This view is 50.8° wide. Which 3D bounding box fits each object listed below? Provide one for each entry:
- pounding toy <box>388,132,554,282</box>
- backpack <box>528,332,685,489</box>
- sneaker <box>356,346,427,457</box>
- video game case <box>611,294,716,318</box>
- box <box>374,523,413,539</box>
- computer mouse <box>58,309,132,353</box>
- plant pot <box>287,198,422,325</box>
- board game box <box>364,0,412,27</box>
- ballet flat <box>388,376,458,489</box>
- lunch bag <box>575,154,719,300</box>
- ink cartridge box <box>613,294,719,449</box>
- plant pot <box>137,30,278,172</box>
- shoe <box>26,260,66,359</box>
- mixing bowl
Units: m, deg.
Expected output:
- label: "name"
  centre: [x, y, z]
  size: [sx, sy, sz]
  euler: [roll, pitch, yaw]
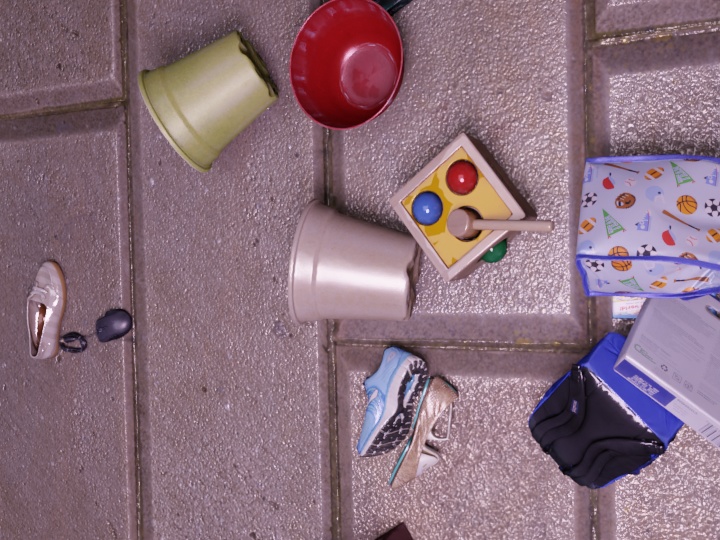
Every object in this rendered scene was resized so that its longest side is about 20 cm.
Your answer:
- label: "pounding toy"
  centre: [0.171, -0.085, 1.135]
  size: [0.183, 0.142, 0.202]
  euler: [-40, 76, 20]
- label: "backpack"
  centre: [0.348, 0.201, 1.059]
  size: [0.163, 0.166, 0.201]
  euler: [49, 141, 19]
- label: "sneaker"
  centre: [0.041, 0.217, 1.255]
  size: [0.090, 0.077, 0.204]
  euler: [37, 110, 43]
- label: "video game case"
  centre: [0.431, -0.034, 1.089]
  size: [0.140, 0.018, 0.205]
  euler: [-2, 91, 23]
- label: "box"
  centre: [0.017, 0.540, 1.195]
  size: [0.163, 0.199, 0.168]
  euler: [-37, 78, 20]
- label: "computer mouse"
  centre: [-0.536, 0.125, 1.516]
  size: [0.197, 0.034, 0.060]
  euler: [-21, 84, 24]
- label: "plant pot"
  centre: [0.000, 0.000, 1.204]
  size: [0.179, 0.200, 0.206]
  euler: [9, 96, 11]
- label: "board game box"
  centre: [0.063, -0.506, 1.229]
  size: [0.198, 0.028, 0.138]
  euler: [-28, 80, 23]
- label: "ballet flat"
  centre: [0.105, 0.272, 1.221]
  size: [0.064, 0.070, 0.204]
  euler: [21, 103, 10]
- label: "lunch bag"
  centre: [0.396, -0.056, 1.002]
  size: [0.196, 0.124, 0.173]
  euler: [-2, 61, 27]
- label: "ink cartridge box"
  centre: [0.452, 0.118, 1.003]
  size: [0.198, 0.200, 0.041]
  euler: [37, 142, 10]
- label: "plant pot"
  centre: [-0.248, -0.305, 1.302]
  size: [0.182, 0.200, 0.203]
  euler: [-31, 80, 10]
- label: "shoe"
  centre: [-0.646, 0.083, 1.553]
  size: [0.068, 0.053, 0.205]
  euler: [6, 94, 23]
- label: "mixing bowl"
  centre: [-0.006, -0.324, 1.224]
  size: [0.196, 0.108, 0.206]
  euler: [1, 93, 23]
